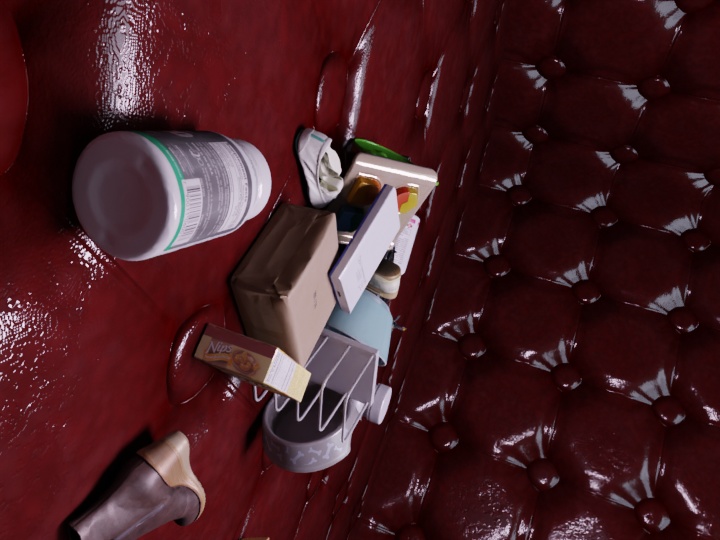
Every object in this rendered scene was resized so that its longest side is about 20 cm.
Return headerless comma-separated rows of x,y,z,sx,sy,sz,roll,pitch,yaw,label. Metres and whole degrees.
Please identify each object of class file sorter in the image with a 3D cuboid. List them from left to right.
-0.085,0.195,1.070,0.125,0.198,0.140,-49,152,-47,file sorter

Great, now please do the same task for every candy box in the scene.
-0.157,0.145,0.906,0.200,0.114,0.056,64,44,-69,candy box

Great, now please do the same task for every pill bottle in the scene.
-0.176,-0.083,0.601,0.200,0.112,0.115,-34,138,-68,pill bottle
-0.037,0.263,1.301,0.111,0.198,0.113,17,90,-74,pill bottle
0.074,-0.055,1.537,0.113,0.112,0.203,20,87,-75,pill bottle

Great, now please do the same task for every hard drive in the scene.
0.012,-0.037,1.059,0.201,0.025,0.132,-59,159,-23,hard drive

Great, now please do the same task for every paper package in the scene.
-0.111,0.023,0.972,0.201,0.102,0.192,87,25,-50,paper package

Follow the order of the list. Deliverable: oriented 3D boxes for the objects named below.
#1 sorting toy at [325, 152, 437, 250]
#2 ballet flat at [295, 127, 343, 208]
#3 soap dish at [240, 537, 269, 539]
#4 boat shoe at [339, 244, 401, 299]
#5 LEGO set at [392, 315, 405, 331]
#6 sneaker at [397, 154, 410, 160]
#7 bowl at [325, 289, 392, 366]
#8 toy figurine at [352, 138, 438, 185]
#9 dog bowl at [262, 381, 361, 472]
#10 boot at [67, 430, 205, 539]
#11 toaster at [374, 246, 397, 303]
0.031,-0.120,1.129,0.201,0.183,0.037,-59,-143,37,sorting toy
-0.062,-0.163,1.022,0.201,0.069,0.070,77,33,-62,ballet flat
-0.249,0.637,1.155,0.157,0.080,0.203,10,95,-75,soap dish
0.000,0.000,1.184,0.073,0.199,0.067,-24,126,-32,boat shoe
0.010,0.149,1.445,0.200,0.153,0.117,-43,164,-49,LEGO set
0.044,-0.168,1.320,0.075,0.105,0.203,-34,138,-67,sneaker
-0.014,0.097,1.186,0.106,0.199,0.201,-60,162,-15,bowl
0.039,-0.144,1.228,0.150,0.199,0.186,-19,137,-62,toy figurine
-0.098,0.287,1.138,0.201,0.197,0.059,-55,144,-49,dog bowl
-0.284,0.313,0.761,0.166,0.072,0.202,-42,149,-41,boot
0.002,0.031,1.354,0.182,0.117,0.202,-60,160,-43,toaster
